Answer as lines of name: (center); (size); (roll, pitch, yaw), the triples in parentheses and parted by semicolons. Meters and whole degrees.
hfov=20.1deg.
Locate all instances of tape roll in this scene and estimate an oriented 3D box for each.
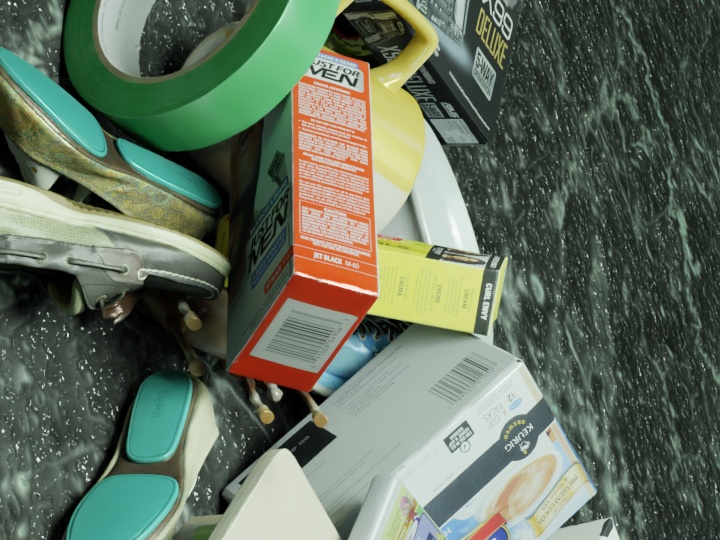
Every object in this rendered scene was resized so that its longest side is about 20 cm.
tape roll: (-0.106, -0.178, 1.353); (0.048, 0.200, 0.201); (39, 42, -48)

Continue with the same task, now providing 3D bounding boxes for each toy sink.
toy sink: (-0.075, 0.227, 1.267); (0.201, 0.112, 0.131); (62, 38, -28)

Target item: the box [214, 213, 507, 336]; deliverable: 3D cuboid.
box: (0.000, 0.000, 1.424); (0.075, 0.199, 0.050); (-43, 143, -78)

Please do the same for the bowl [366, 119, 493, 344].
bowl: (0.032, -0.016, 1.601); (0.201, 0.090, 0.202); (-17, 90, -76)

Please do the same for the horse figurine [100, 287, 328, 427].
horse figurine: (-0.101, 0.043, 1.372); (0.200, 0.050, 0.133); (38, 9, -34)

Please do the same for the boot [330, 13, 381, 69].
boot: (0.026, -0.237, 1.677); (0.154, 0.073, 0.205); (40, 44, -57)

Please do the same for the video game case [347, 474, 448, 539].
video game case: (0.025, 0.262, 1.281); (0.182, 0.022, 0.201); (53, 47, -36)

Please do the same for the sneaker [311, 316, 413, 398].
sneaker: (0.015, 0.049, 1.494); (0.199, 0.090, 0.079); (23, 30, -34)

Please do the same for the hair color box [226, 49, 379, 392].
hair color box: (-0.040, -0.037, 1.318); (0.064, 0.111, 0.201); (16, 47, -19)

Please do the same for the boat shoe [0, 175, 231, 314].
boat shoe: (-0.174, -0.005, 1.246); (0.200, 0.072, 0.066); (18, 75, -32)

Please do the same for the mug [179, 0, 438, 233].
mug: (-0.049, -0.123, 1.488); (0.153, 0.149, 0.187); (35, 71, -38)

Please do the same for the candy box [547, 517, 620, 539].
candy box: (0.102, 0.275, 1.521); (0.072, 0.167, 0.200); (67, 27, -15)

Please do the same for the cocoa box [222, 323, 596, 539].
cocoa box: (0.035, 0.153, 1.405); (0.200, 0.133, 0.132); (-40, 119, -15)

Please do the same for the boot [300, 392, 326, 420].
boot: (0.019, 0.099, 1.574); (0.166, 0.072, 0.201); (38, 34, -38)

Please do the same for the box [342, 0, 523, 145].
box: (0.063, -0.215, 1.610); (0.200, 0.050, 0.158); (49, 49, -52)

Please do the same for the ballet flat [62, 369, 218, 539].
ballet flat: (-0.133, 0.143, 1.280); (0.070, 0.069, 0.200); (59, 29, -24)

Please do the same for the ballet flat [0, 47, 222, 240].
ballet flat: (-0.176, -0.066, 1.302); (0.200, 0.071, 0.071); (33, 46, -35)

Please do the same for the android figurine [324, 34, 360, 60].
android figurine: (-0.014, -0.149, 1.685); (0.200, 0.041, 0.183); (24, 55, -58)
